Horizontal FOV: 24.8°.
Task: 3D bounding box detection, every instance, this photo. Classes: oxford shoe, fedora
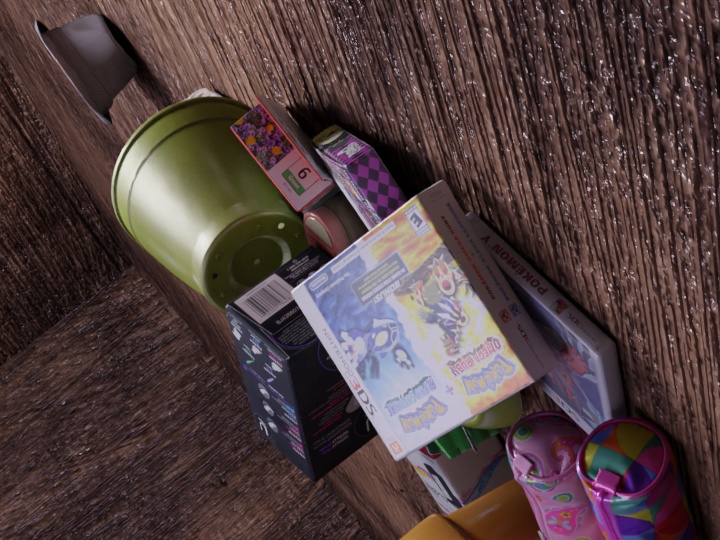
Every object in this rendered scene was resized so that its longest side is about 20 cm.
[{"bbox_3d":[0.000,0.000,1.714,0.071,0.074,0.201,36,152,35],"label":"oxford shoe"},{"bbox_3d":[-0.373,-0.296,2.294,0.177,0.090,0.200,54,175,0],"label":"fedora"}]

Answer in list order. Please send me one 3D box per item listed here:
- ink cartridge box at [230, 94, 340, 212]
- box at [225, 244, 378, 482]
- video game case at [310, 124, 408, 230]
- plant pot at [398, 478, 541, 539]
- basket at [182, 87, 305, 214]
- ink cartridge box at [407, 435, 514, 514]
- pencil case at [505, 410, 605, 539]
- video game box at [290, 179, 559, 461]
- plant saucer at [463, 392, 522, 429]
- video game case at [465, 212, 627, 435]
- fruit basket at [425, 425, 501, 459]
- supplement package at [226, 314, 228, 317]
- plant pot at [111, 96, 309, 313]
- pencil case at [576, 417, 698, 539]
[{"bbox_3d":[-0.075,-0.114,1.634,0.109,0.050,0.200,51,-175,2],"label":"ink cartridge box"},{"bbox_3d":[-0.047,0.097,1.683,0.106,0.122,0.201,37,151,36],"label":"box"},{"bbox_3d":[0.033,-0.039,1.535,0.201,0.036,0.181,56,177,-16],"label":"video game case"},{"bbox_3d":[0.169,0.311,1.756,0.200,0.183,0.200,49,170,12],"label":"plant pot"},{"bbox_3d":[-0.170,-0.105,1.969,0.201,0.135,0.123,59,171,-34],"label":"basket"},{"bbox_3d":[0.112,0.217,1.957,0.201,0.083,0.146,58,167,-24],"label":"ink cartridge box"},{"bbox_3d":[0.200,0.219,1.603,0.087,0.087,0.200,43,165,38],"label":"pencil case"},{"bbox_3d":[0.050,0.048,1.408,0.183,0.047,0.200,56,136,3],"label":"video game box"},{"bbox_3d":[0.065,0.075,1.505,0.200,0.031,0.200,41,158,20],"label":"plant saucer"},{"bbox_3d":[0.161,0.061,1.419,0.182,0.023,0.200,45,167,32],"label":"video game case"},{"bbox_3d":[0.067,0.097,1.690,0.201,0.094,0.185,55,-178,4],"label":"fruit basket"},{"bbox_3d":[-0.034,0.072,1.868,0.200,0.155,0.111,51,169,7],"label":"supplement package"},{"bbox_3d":[-0.144,-0.054,1.768,0.193,0.200,0.201,52,173,48],"label":"plant pot"},{"bbox_3d":[0.242,0.210,1.407,0.088,0.088,0.200,42,164,42],"label":"pencil case"}]
